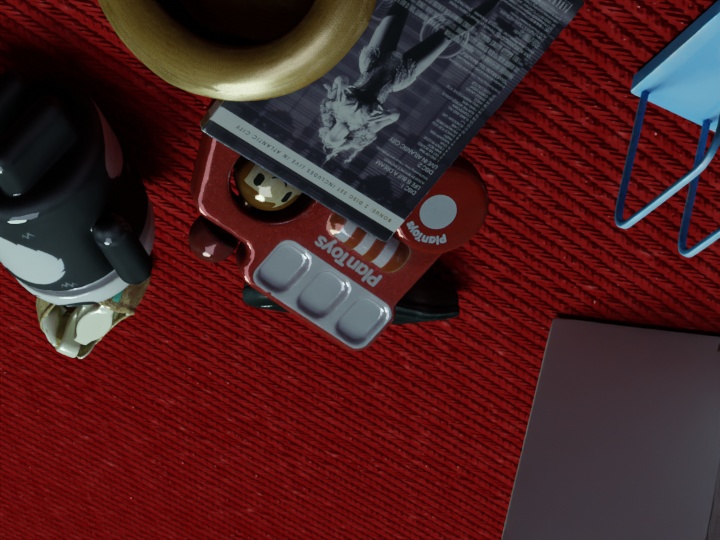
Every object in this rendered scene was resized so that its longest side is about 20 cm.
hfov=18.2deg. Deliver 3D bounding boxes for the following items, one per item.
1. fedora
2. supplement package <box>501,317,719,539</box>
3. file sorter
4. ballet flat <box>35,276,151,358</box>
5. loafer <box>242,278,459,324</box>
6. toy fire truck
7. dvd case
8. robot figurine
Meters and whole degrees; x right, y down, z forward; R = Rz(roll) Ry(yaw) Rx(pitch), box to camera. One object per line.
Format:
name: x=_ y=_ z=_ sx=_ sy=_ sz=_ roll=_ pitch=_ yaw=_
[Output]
fedora: x=-0.063 y=-0.195 z=1.289 sx=0.200 sy=0.202 sz=0.082 roll=3 pitch=-173 yaw=25
supplement package: x=0.209 y=0.156 z=1.728 sx=0.155 sy=0.201 sz=0.111 roll=7 pitch=152 yaw=18
file sorter: x=0.273 y=-0.059 z=1.368 sx=0.199 sy=0.123 sz=0.139 roll=23 pitch=152 yaw=-13
ballet flat: x=-0.235 y=0.036 z=1.896 sx=0.070 sy=0.066 sz=0.200 roll=23 pitch=153 yaw=-14
loafer: x=0.000 y=0.000 z=1.692 sx=0.199 sy=0.073 sz=0.073 roll=12 pitch=167 yaw=-44
toy fire truck: x=-0.024 y=-0.049 z=1.477 sx=0.200 sy=0.112 sz=0.168 roll=33 pitch=107 yaw=-29
dvd case: x=0.019 y=-0.127 z=1.364 sx=0.148 sy=0.016 sz=0.200 roll=30 pitch=110 yaw=-27
robot figurine: x=-0.227 y=-0.056 z=1.645 sx=0.124 sy=0.151 sz=0.200 roll=-15 pitch=147 yaw=7
